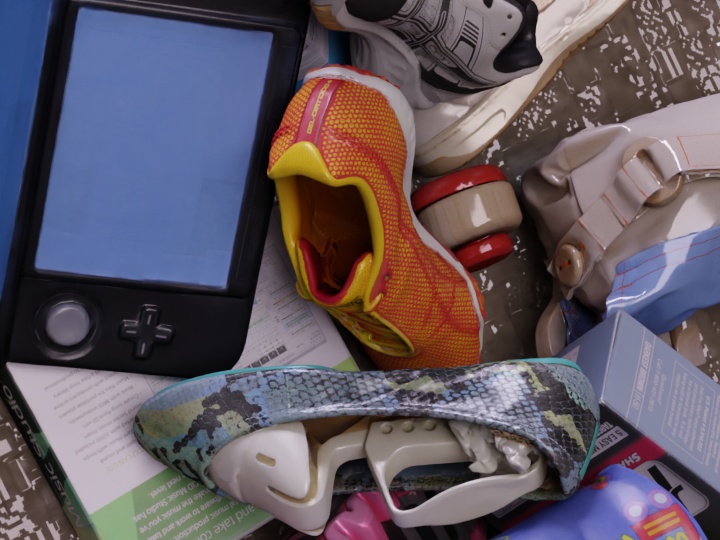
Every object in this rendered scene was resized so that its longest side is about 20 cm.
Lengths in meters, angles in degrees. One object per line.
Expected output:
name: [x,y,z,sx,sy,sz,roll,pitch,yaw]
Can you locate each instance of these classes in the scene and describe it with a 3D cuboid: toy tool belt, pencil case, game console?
toy tool belt: [0.130,-0.004,1.217,0.199,0.125,0.124,-16,80,-21]
pencil case: [0.058,0.155,1.092,0.199,0.078,0.087,-26,92,-28]
game console: [-0.103,-0.039,1.064,0.174,0.116,0.202,6,108,-19]

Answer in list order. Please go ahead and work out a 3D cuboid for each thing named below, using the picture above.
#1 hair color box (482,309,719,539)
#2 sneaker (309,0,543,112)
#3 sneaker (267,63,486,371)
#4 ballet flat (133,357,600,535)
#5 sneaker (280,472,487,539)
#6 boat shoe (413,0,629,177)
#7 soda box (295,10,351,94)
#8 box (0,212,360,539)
hair color box: [0.152,0.115,1.203,0.200,0.099,0.061,37,42,-19]
sneaker: [0.026,-0.129,1.102,0.087,0.200,0.076,-9,72,11]
sneaker: [0.000,0.000,1.155,0.077,0.072,0.201,-64,145,-32]
ballet flat: [0.000,0.075,1.109,0.198,0.074,0.075,-7,85,10]
sneaker: [-0.022,0.137,1.167,0.200,0.095,0.079,-38,110,-45]
boat shoe: [0.078,-0.134,1.239,0.069,0.074,0.200,46,71,-15]
soda box: [-0.076,-0.153,1.140,0.200,0.064,0.068,53,28,-30]
box: [-0.092,0.025,1.178,0.144,0.036,0.201,-30,92,-21]
